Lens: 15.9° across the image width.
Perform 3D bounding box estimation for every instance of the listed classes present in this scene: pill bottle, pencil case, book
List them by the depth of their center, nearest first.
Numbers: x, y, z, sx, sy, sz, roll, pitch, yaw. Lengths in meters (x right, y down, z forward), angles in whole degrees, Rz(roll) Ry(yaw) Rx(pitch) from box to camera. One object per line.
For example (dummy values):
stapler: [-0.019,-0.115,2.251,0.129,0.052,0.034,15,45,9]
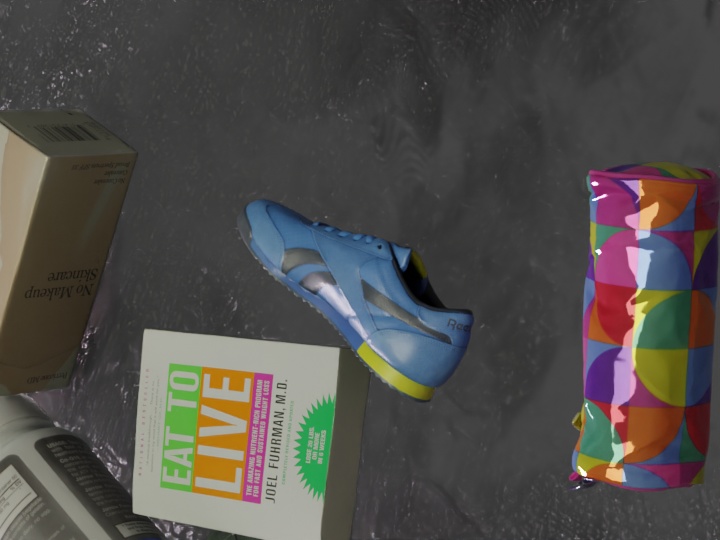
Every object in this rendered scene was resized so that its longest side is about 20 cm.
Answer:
pencil case: [0.167,0.035,1.534,0.088,0.088,0.202,11,100,42]
book: [-0.076,0.113,1.764,0.199,0.048,0.135,3,85,47]
pill bottle: [-0.223,0.188,1.890,0.200,0.113,0.114,46,122,31]

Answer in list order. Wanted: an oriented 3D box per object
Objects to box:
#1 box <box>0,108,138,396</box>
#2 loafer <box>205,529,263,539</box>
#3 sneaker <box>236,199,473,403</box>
box: [-0.245,-0.013,1.908,0.078,0.095,0.201,34,117,35]
loafer: [-0.084,0.220,1.808,0.200,0.063,0.072,-45,36,22]
sneaker: [0.000,0.000,1.704,0.200,0.066,0.079,42,109,32]
